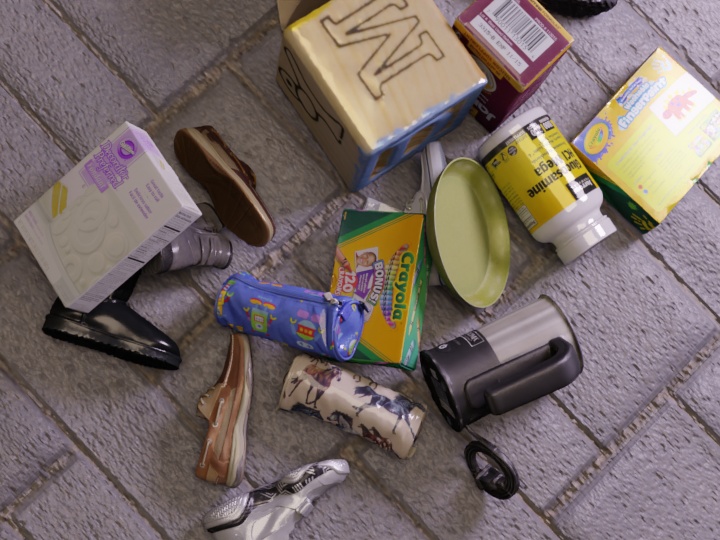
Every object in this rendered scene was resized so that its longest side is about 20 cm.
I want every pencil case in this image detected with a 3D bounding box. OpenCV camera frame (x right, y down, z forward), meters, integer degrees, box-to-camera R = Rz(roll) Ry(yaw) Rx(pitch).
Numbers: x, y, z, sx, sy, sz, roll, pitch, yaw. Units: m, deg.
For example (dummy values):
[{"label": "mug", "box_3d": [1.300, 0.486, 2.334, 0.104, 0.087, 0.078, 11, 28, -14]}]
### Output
[{"label": "pencil case", "box_3d": [-0.091, 0.055, 1.671, 0.199, 0.087, 0.078, 14, 37, 25]}, {"label": "pencil case", "box_3d": [-0.009, 0.179, 1.698, 0.199, 0.090, 0.078, 23, 48, -2]}]

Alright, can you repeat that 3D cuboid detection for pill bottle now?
[{"label": "pill bottle", "box_3d": [0.257, -0.112, 1.770, 0.112, 0.112, 0.200, -33, 84, -12]}]

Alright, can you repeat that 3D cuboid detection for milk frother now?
[{"label": "milk frother", "box_3d": [0.205, 0.169, 1.709, 0.187, 0.181, 0.201, -24, 125, -10]}]

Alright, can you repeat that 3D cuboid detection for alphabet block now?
[{"label": "alphabet block", "box_3d": [0.022, -0.254, 1.734, 0.196, 0.195, 0.200, -33, 85, -14]}]

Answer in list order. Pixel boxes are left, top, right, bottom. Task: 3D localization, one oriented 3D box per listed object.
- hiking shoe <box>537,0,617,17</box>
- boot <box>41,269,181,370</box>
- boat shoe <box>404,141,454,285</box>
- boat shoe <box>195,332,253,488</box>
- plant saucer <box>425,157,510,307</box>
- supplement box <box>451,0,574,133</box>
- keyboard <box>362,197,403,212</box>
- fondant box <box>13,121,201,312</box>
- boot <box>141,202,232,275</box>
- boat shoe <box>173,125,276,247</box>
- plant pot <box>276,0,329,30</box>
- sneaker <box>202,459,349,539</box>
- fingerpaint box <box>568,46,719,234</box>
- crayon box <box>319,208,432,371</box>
[{"label": "hiking shoe", "box_3d": [0.275, -0.428, 1.856, 0.199, 0.076, 0.101, 13, 80, -3]}, {"label": "boot", "box_3d": [-0.309, 0.029, 1.702, 0.197, 0.073, 0.163, 18, 71, -4]}, {"label": "boat shoe", "box_3d": [0.089, -0.077, 1.763, 0.066, 0.074, 0.201, -8, 73, 12]}, {"label": "boat shoe", "box_3d": [-0.177, 0.178, 1.682, 0.071, 0.076, 0.201, 6, 76, -3]}, {"label": "plant saucer", "box_3d": [0.139, -0.049, 1.729, 0.031, 0.200, 0.201, -9, 76, 35]}, {"label": "supplement box", "box_3d": [0.186, -0.289, 1.753, 0.103, 0.200, 0.131, -44, 86, -12]}, {"label": "keyboard", "box_3d": [0.000, 0.000, 1.772, 0.056, 0.011, 0.201, 23, 77, -7]}, {"label": "fondant box", "box_3d": [-0.318, -0.066, 1.628, 0.200, 0.058, 0.145, -39, 70, 9]}, {"label": "boot", "box_3d": [-0.256, -0.081, 1.717, 0.131, 0.070, 0.201, -8, 68, -46]}, {"label": "boat shoe", "box_3d": [-0.167, -0.119, 1.742, 0.072, 0.072, 0.200, -23, 64, -42]}, {"label": "plant pot", "box_3d": [-0.016, -0.461, 1.781, 0.176, 0.200, 0.201, -6, 79, -19]}, {"label": "sneaker", "box_3d": [-0.092, 0.322, 1.662, 0.199, 0.075, 0.115, -24, 82, -5]}, {"label": "fingerpaint box", "box_3d": [0.407, -0.181, 1.821, 0.167, 0.073, 0.200, 42, 76, 2]}, {"label": "crayon box", "box_3d": [0.025, 0.025, 1.708, 0.118, 0.058, 0.201, 4, 79, 25]}]
